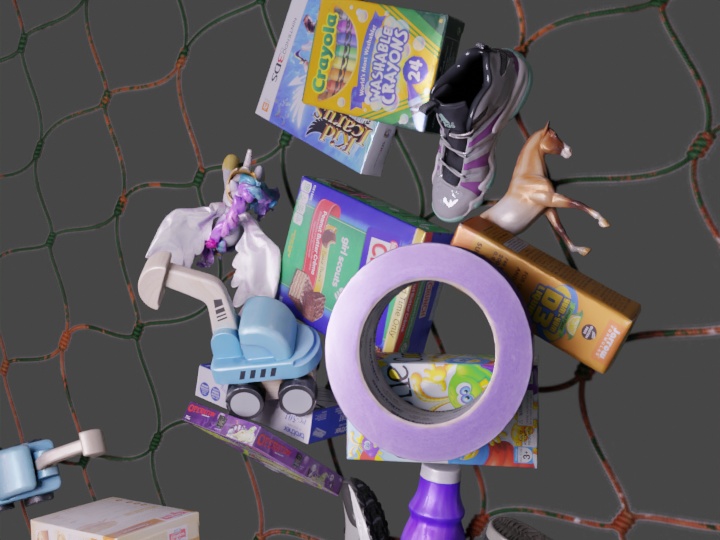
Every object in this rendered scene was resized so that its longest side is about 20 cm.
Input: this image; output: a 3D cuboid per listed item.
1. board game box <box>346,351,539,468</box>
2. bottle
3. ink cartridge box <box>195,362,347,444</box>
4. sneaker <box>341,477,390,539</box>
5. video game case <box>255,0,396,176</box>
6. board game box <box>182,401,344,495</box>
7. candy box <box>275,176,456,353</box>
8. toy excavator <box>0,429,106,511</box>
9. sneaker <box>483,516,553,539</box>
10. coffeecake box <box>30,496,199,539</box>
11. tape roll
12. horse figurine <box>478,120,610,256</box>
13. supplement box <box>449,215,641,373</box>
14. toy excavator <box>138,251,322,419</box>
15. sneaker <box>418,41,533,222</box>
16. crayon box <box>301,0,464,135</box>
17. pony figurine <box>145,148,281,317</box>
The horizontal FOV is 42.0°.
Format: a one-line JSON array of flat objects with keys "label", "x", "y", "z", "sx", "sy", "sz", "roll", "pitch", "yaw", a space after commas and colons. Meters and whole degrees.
[{"label": "board game box", "x": 0.090, "y": 0.143, "z": 0.997, "sx": 0.195, "sy": 0.105, "sz": 0.106, "roll": 0, "pitch": 91, "yaw": 12}, {"label": "bottle", "x": 0.081, "y": 0.319, "z": 1.064, "sx": 0.064, "sy": 0.083, "sz": 0.205, "roll": 10, "pitch": 97, "yaw": 36}, {"label": "ink cartridge box", "x": -0.109, "y": 0.164, "z": 1.200, "sx": 0.197, "sy": 0.093, "sz": 0.045, "roll": 15, "pitch": 100, "yaw": 36}, {"label": "sneaker", "x": -0.001, "y": 0.352, "z": 1.123, "sx": 0.078, "sy": 0.074, "sz": 0.205, "roll": -13, "pitch": 83, "yaw": 18}, {"label": "video game case", "x": -0.027, "y": -0.242, "z": 1.163, "sx": 0.198, "sy": 0.045, "sz": 0.184, "roll": 32, "pitch": 110, "yaw": 32}, {"label": "board game box", "x": -0.115, "y": 0.220, "z": 1.148, "sx": 0.118, "sy": 0.200, "sz": 0.033, "roll": 17, "pitch": 72, "yaw": 37}, {"label": "candy box", "x": 0.000, "y": 0.000, "z": 1.125, "sx": 0.198, "sy": 0.076, "sz": 0.172, "roll": 25, "pitch": 107, "yaw": 33}, {"label": "toy excavator", "x": -0.509, "y": 0.309, "z": 1.482, "sx": 0.200, "sy": 0.191, "sz": 0.102, "roll": -38, "pitch": 66, "yaw": 61}, {"label": "sneaker", "x": 0.206, "y": 0.355, "z": 0.985, "sx": 0.199, "sy": 0.074, "sz": 0.108, "roll": 28, "pitch": 112, "yaw": 43}, {"label": "coffeecake box", "x": -0.352, "y": 0.388, "z": 1.350, "sx": 0.197, "sy": 0.152, "sz": 0.075, "roll": -3, "pitch": 90, "yaw": 37}, {"label": "tape roll", "x": 0.069, "y": 0.075, "z": 0.906, "sx": 0.195, "sy": 0.085, "sz": 0.205, "roll": 0, "pitch": 91, "yaw": 13}, {"label": "horse figurine", "x": 0.175, "y": -0.042, "z": 1.011, "sx": 0.133, "sy": 0.050, "sz": 0.201, "roll": 49, "pitch": 115, "yaw": 18}, {"label": "supplement box", "x": 0.181, "y": 0.021, "z": 0.954, "sx": 0.198, "sy": 0.069, "sz": 0.068, "roll": 29, "pitch": 110, "yaw": 15}, {"label": "toy excavator", "x": -0.145, "y": 0.065, "z": 1.093, "sx": 0.190, "sy": 0.101, "sz": 0.204, "roll": -5, "pitch": 120, "yaw": 5}, {"label": "sneaker", "x": 0.100, "y": -0.150, "z": 1.007, "sx": 0.077, "sy": 0.139, "sz": 0.204, "roll": 29, "pitch": 107, "yaw": 32}, {"label": "crayon box", "x": 0.010, "y": -0.239, "z": 1.075, "sx": 0.197, "sy": 0.051, "sz": 0.129, "roll": 18, "pitch": 102, "yaw": 29}, {"label": "pony figurine", "x": -0.168, "y": -0.057, "z": 1.181, "sx": 0.163, "sy": 0.200, "sz": 0.197, "roll": 18, "pitch": 94, "yaw": -10}]
